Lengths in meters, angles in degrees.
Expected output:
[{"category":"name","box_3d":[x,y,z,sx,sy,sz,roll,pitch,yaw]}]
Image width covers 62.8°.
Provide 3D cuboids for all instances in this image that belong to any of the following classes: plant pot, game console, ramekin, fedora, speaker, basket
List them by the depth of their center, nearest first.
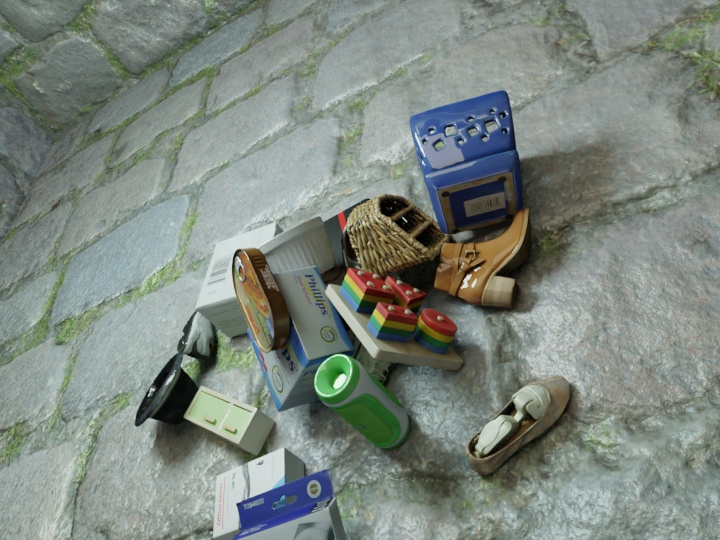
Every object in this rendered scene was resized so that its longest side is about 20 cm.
[{"category":"speaker","box_3d":[0.007,0.218,0.965,0.087,0.200,0.090,-20,44,22]},{"category":"plant pot","box_3d":[0.215,-0.194,1.142,0.195,0.201,0.183,-13,54,11]},{"category":"basket","box_3d":[0.077,-0.086,1.157,0.146,0.146,0.200,-19,6,24]},{"category":"ramekin","box_3d":[-0.144,-0.016,1.211,0.197,0.107,0.200,-29,1,1]},{"category":"fedora","box_3d":[-0.417,0.279,1.311,0.201,0.091,0.202,-48,19,22]},{"category":"game console","box_3d":[-0.030,-0.067,1.375,0.174,0.031,0.202,-27,44,9]}]

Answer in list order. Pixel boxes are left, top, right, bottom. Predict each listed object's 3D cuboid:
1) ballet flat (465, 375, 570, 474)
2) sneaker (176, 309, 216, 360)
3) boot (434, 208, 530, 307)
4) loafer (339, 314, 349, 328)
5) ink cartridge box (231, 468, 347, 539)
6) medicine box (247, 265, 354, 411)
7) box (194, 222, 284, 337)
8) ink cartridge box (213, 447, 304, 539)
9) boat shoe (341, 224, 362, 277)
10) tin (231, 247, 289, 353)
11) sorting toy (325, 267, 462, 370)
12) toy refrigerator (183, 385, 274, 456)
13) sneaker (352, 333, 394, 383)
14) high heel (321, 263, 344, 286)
[{"category":"ballet flat","box_3d":[0.234,0.224,0.883,0.200,0.067,0.068,-45,41,-4]},{"category":"sneaker","box_3d":[-0.391,0.152,1.445,0.074,0.079,0.201,-49,22,21]},{"category":"boot","box_3d":[0.226,-0.036,1.084,0.152,0.074,0.203,12,66,28]},{"category":"loafer","box_3d":[-0.110,0.115,1.245,0.198,0.072,0.074,-32,42,13]},{"category":"ink cartridge box","box_3d":[-0.111,0.444,0.931,0.197,0.040,0.204,-26,68,18]},{"category":"medicine box","box_3d":[-0.117,0.129,1.099,0.185,0.101,0.201,62,144,26]},{"category":"box","box_3d":[-0.255,0.025,1.391,0.196,0.131,0.202,-15,47,27]},{"category":"ink cartridge box","box_3d":[-0.197,0.416,1.060,0.197,0.068,0.118,-27,43,17]},{"category":"boat shoe","box_3d":[0.000,0.000,1.210,0.070,0.068,0.205,-10,72,-11]},{"category":"tin","box_3d":[-0.179,0.050,1.046,0.202,0.041,0.113,61,139,28]},{"category":"sorting toy","box_3d":[0.068,0.077,1.032,0.200,0.196,0.071,48,117,49]},{"category":"toy refrigerator","box_3d":[-0.275,0.305,1.215,0.197,0.070,0.077,8,60,41]},{"category":"sneaker","box_3d":[0.038,0.164,1.083,0.113,0.076,0.204,-15,45,30]},{"category":"high heel","box_3d":[-0.050,0.015,1.249,0.197,0.096,0.068,-30,68,6]}]
